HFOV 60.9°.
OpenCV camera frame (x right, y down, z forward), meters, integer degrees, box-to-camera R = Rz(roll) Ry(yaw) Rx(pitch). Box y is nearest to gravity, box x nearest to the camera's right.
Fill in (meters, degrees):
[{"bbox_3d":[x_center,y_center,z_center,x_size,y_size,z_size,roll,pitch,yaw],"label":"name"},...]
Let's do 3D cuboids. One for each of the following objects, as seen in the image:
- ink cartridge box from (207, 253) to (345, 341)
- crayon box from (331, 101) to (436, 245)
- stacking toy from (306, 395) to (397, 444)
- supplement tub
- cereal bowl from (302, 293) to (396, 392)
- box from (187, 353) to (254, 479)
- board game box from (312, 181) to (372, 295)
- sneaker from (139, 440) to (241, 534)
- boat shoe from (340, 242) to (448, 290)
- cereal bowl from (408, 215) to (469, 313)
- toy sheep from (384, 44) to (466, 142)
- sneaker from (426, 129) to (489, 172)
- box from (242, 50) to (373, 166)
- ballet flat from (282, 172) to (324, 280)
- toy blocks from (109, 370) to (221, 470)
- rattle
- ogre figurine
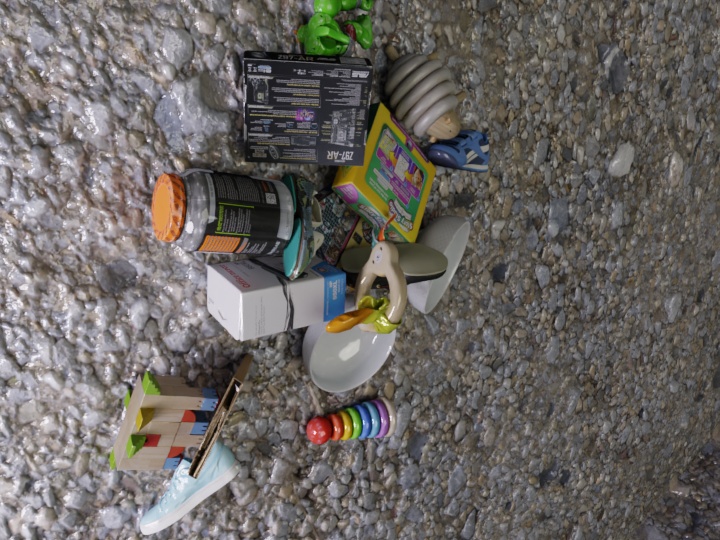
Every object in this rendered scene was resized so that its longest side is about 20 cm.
[{"bbox_3d":[-0.142,0.036,1.032,0.196,0.143,0.087,-10,113,-35],"label":"ink cartridge box"},{"bbox_3d":[0.049,-0.169,1.121,0.199,0.057,0.176,40,60,-40],"label":"crayon box"},{"bbox_3d":[-0.021,0.323,1.285,0.196,0.085,0.088,-5,111,-32],"label":"stacking toy"},{"bbox_3d":[-0.211,-0.089,0.945,0.196,0.122,0.126,3,106,-38],"label":"supplement tub"},{"bbox_3d":[-0.031,0.129,1.185,0.196,0.083,0.204,-21,129,-27],"label":"cereal bowl"},{"bbox_3d":[-0.227,0.233,1.023,0.021,0.200,0.167,26,91,-5],"label":"box"},{"bbox_3d":[-0.025,-0.067,1.155,0.134,0.034,0.203,-36,126,-22],"label":"board game box"},{"bbox_3d":[-0.315,0.379,1.094,0.198,0.074,0.083,-34,96,-17],"label":"sneaker"},{"bbox_3d":[0.063,-0.004,1.125,0.195,0.075,0.064,-2,137,9],"label":"boat shoe"},{"bbox_3d":[0.142,-0.022,1.237,0.202,0.082,0.202,-55,160,-29],"label":"cereal bowl"},{"bbox_3d":[0.110,-0.321,1.102,0.137,0.138,0.201,-38,85,-18],"label":"toy sheep"},{"bbox_3d":[0.198,-0.245,1.229,0.198,0.073,0.085,-8,111,-53],"label":"sneaker"},{"bbox_3d":[-0.084,-0.249,0.956,0.194,0.044,0.164,0,124,-9],"label":"box"},{"bbox_3d":[-0.091,-0.073,1.013,0.073,0.073,0.205,23,52,-41],"label":"ballet flat"},{"bbox_3d":[-0.315,0.252,1.007,0.134,0.100,0.204,12,113,-36],"label":"toy blocks"},{"bbox_3d":[0.000,0.000,1.016,0.139,0.130,0.206,4,87,-21],"label":"rattle"},{"bbox_3d":[-0.040,-0.368,0.987,0.118,0.098,0.203,8,117,-49],"label":"ogre figurine"}]
